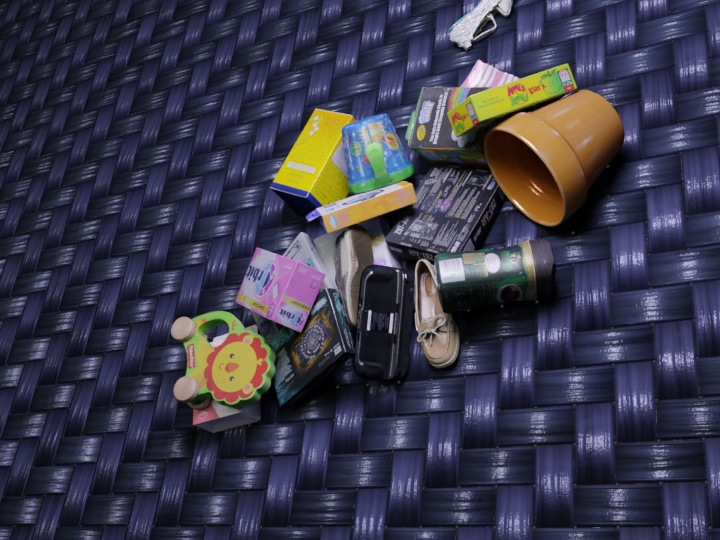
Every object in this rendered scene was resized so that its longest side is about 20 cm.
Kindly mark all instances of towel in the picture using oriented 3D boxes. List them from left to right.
[{"bbox_3d":[0.261,-0.327,1.714,0.147,0.030,0.200,-51,50,-4],"label":"towel"}]

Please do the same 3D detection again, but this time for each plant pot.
[{"bbox_3d":[0.346,-0.209,1.500,0.183,0.201,0.200,-37,48,-13],"label":"plant pot"}]

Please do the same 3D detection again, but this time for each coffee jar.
[{"bbox_3d":[0.227,0.009,1.459,0.198,0.105,0.086,-8,54,6],"label":"coffee jar"}]

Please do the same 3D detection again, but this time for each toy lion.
[{"bbox_3d":[-0.251,0.164,1.621,0.190,0.069,0.201,-18,58,12],"label":"toy lion"}]

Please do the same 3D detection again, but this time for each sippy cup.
[{"bbox_3d":[0.025,-0.231,1.696,0.139,0.131,0.177,-25,14,-32],"label":"sippy cup"}]

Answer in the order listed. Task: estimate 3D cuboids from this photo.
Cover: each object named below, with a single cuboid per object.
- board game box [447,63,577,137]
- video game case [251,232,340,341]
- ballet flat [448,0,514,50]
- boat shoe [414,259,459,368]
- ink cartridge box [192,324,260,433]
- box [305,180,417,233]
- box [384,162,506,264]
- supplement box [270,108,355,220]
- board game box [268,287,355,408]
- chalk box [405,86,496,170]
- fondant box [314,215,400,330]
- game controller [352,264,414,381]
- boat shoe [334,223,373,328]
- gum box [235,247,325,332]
[{"bbox_3d":[0.260,-0.292,1.502,0.199,0.102,0.048,-21,90,-19],"label":"board game box"},{"bbox_3d":[-0.133,0.058,1.683,0.200,0.024,0.183,-51,46,23],"label":"video game case"},{"bbox_3d":[0.272,-0.537,1.821,0.200,0.072,0.072,-43,50,4],"label":"ballet flat"},{"bbox_3d":[0.124,0.076,1.533,0.073,0.063,0.201,-22,53,18],"label":"boat shoe"},{"bbox_3d":[-0.258,0.198,1.682,0.116,0.067,0.201,-18,58,22],"label":"ink cartridge box"},{"bbox_3d":[-0.002,-0.117,1.624,0.199,0.042,0.119,-21,12,-4],"label":"box"},{"bbox_3d":[0.161,-0.104,1.609,0.159,0.044,0.201,14,61,36],"label":"box"},{"bbox_3d":[-0.077,-0.216,1.799,0.109,0.109,0.201,18,73,37],"label":"supplement box"},{"bbox_3d":[-0.095,0.141,1.572,0.200,0.028,0.136,-42,51,34],"label":"board game box"},{"bbox_3d":[0.178,-0.268,1.650,0.199,0.124,0.126,10,82,40],"label":"chalk box"},{"bbox_3d":[0.000,0.000,1.658,0.144,0.058,0.201,-26,54,16],"label":"fondant box"},{"bbox_3d":[0.042,0.092,1.526,0.042,0.104,0.202,159,118,-72],"label":"game controller"},{"bbox_3d":[-0.013,0.016,1.580,0.066,0.071,0.202,-30,56,45],"label":"boat shoe"},{"bbox_3d":[-0.155,0.032,1.616,0.200,0.066,0.114,17,83,59],"label":"gum box"}]
